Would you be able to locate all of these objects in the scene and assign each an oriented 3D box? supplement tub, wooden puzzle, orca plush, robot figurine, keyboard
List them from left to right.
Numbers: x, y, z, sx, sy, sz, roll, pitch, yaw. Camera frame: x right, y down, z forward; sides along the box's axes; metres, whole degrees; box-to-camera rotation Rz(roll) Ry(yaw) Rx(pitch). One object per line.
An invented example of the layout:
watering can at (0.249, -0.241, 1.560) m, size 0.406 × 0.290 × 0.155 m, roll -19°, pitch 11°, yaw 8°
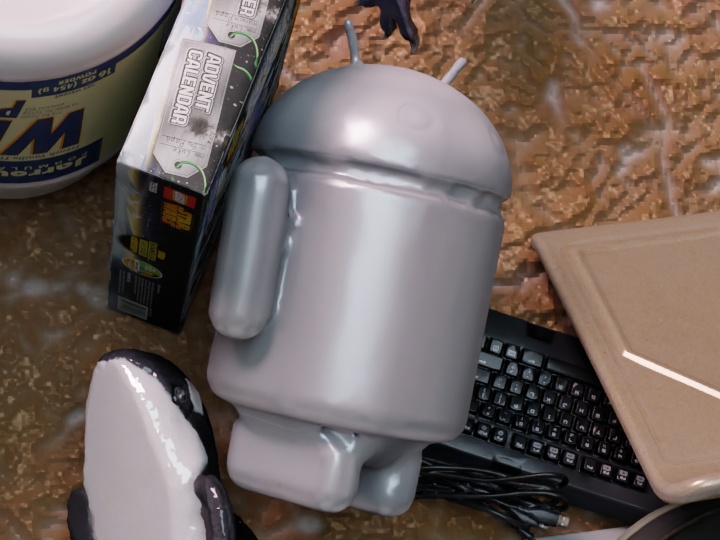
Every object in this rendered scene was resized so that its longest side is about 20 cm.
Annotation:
supplement tub at (-0.148, -0.119, 0.848) m, size 0.144 × 0.200 × 0.146 m, roll 3°, pitch 73°, yaw -10°
orca plush at (-0.061, 0.129, 0.864) m, size 0.071 × 0.105 × 0.201 m, roll -10°, pitch 71°, yaw -45°
robot figurine at (0.000, 0.000, 0.848) m, size 0.113 × 0.169 × 0.201 m, roll 10°, pitch 88°, yaw 36°
keyboard at (0.073, 0.069, 0.916) m, size 0.199 × 0.040 × 0.105 m, roll 17°, pitch 70°, yaw -2°
wooden puzzle at (0.190, 0.033, 0.902) m, size 0.184 × 0.037 × 0.200 m, roll -7°, pitch 36°, yaw -12°

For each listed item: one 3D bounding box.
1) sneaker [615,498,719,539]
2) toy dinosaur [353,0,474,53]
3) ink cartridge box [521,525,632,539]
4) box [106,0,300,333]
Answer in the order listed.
sneaker at (0.197, 0.119, 0.870) m, size 0.199 × 0.106 × 0.075 m, roll -14°, pitch 80°, yaw -28°
toy dinosaur at (0.064, -0.183, 0.937) m, size 0.181 × 0.200 × 0.105 m, roll -43°, pitch 113°, yaw -26°
ink cartridge box at (0.093, 0.219, 0.888) m, size 0.159 × 0.047 × 0.201 m, roll -6°, pitch 59°, yaw -11°
box at (-0.064, -0.065, 0.848) m, size 0.040 × 0.200 × 0.138 m, roll 20°, pitch 72°, yaw -2°
